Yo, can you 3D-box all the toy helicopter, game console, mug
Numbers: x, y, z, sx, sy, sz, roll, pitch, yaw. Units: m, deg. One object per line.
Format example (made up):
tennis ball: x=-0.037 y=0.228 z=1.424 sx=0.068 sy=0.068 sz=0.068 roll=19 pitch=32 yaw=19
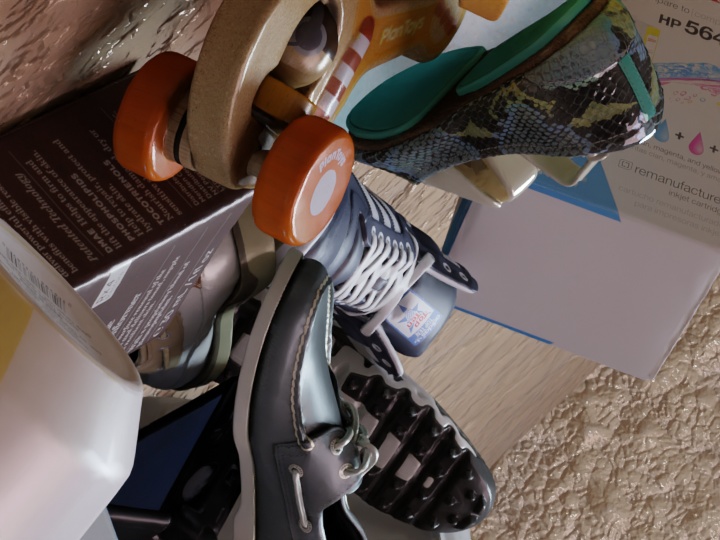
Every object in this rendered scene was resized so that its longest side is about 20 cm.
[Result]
toy helicopter: x=-0.006 y=-0.099 z=0.956 sx=0.200 sy=0.079 sz=0.133 roll=-29 pitch=139 yaw=-59
game console: x=-0.152 y=0.103 z=1.183 sx=0.200 sy=0.116 sz=0.176 roll=-29 pitch=-155 yaw=46
mug: x=-0.153 y=0.054 z=0.746 sx=0.153 sy=0.150 sz=0.187 roll=-43 pitch=157 yaw=3

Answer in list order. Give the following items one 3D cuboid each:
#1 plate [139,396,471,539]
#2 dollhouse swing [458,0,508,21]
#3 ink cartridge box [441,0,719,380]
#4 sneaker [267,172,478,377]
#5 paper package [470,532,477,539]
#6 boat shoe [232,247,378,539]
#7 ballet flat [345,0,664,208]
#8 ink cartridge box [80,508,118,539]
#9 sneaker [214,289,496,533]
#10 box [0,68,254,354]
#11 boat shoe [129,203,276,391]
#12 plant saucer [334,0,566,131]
plate: x=-0.034 y=0.124 z=1.308 sx=0.200 sy=0.198 sz=0.033 roll=-98 pitch=-163 yaw=-59
dollhouse swing: x=0.143 y=-0.182 z=0.933 sx=0.200 sy=0.180 sz=0.177 roll=119 pitch=-21 yaw=-58
ink cartridge box: x=0.131 y=-0.073 z=1.308 sx=0.125 sy=0.128 sz=0.201 roll=112 pitch=-4 yaw=-55
sneaker: x=0.000 y=0.000 z=1.194 sx=0.070 sy=0.108 sz=0.200 roll=-46 pitch=-176 yaw=5
paper package: x=-0.032 y=0.218 z=1.803 sx=0.103 sy=0.191 sz=0.200 roll=-20 pitch=154 yaw=-54
boat shoe: x=-0.018 y=0.075 z=1.109 sx=0.073 sy=0.061 sz=0.201 roll=-61 pitch=161 yaw=-48
ballet flat: x=0.057 y=-0.058 z=1.016 sx=0.074 sy=0.074 sz=0.200 roll=-39 pitch=-170 yaw=-21
ink cartridge box: x=-0.208 y=0.149 z=0.992 sx=0.199 sy=0.085 sz=0.146 roll=-24 pitch=177 yaw=24
sneaker: x=-0.009 y=0.055 z=1.297 sx=0.067 sy=0.199 sz=0.091 roll=-54 pitch=180 yaw=24
box: x=-0.137 y=0.007 z=0.932 sx=0.200 sy=0.075 sz=0.100 roll=-30 pitch=163 yaw=-46
boat shoe: x=-0.094 y=0.009 z=1.129 sx=0.068 sy=0.075 sz=0.200 roll=-15 pitch=163 yaw=-19
plant saucer: x=0.047 y=-0.135 z=1.125 sx=0.201 sy=0.039 sz=0.201 roll=-38 pitch=162 yaw=-14
